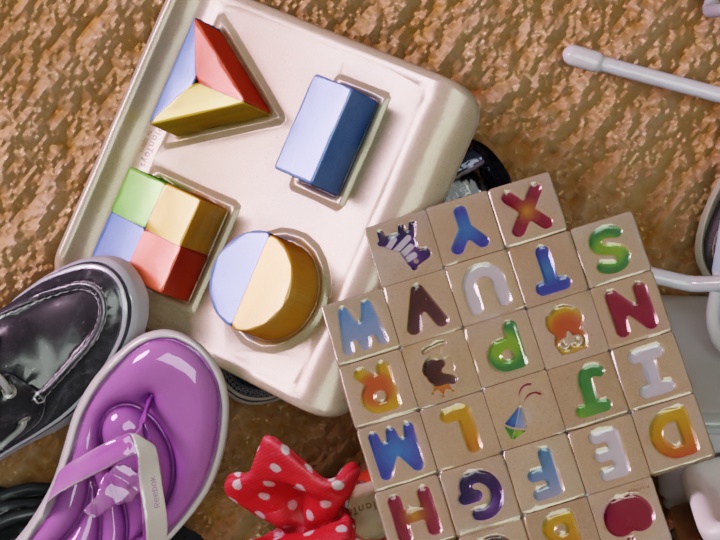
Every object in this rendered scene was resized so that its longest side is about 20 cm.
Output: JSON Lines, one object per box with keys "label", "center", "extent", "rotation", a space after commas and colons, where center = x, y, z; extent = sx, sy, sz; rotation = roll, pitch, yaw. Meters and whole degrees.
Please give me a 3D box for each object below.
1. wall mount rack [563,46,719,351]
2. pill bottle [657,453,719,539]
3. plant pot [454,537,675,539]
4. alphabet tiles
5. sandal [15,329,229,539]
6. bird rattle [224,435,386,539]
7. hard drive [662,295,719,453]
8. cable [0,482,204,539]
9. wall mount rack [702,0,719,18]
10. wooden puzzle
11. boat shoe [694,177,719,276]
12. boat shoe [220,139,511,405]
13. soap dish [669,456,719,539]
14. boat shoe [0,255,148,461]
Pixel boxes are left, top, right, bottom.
{"label": "wall mount rack", "center": [0.188, -0.055, 1.315], "extent": [0.074, 0.173, 0.201], "rotation": [37, 60, -47]}
{"label": "pill bottle", "center": [0.219, 0.189, 1.338], "extent": [0.119, 0.120, 0.202], "rotation": [-9, 94, -4]}
{"label": "plant pot", "center": [0.114, 0.205, 1.221], "extent": [0.199, 0.027, 0.202], "rotation": [9, 72, -29]}
{"label": "alphabet tiles", "center": [0.076, 0.055, 1.216], "extent": [0.165, 0.006, 0.201], "rotation": [-16, 71, -1]}
{"label": "sandal", "center": [-0.131, 0.127, 1.280], "extent": [0.082, 0.050, 0.203], "rotation": [28, 102, -8]}
{"label": "bird rattle", "center": [0.018, 0.135, 1.296], "extent": [0.199, 0.163, 0.113], "rotation": [-21, 74, -12]}
{"label": "hard drive", "center": [0.245, 0.056, 1.329], "extent": [0.198, 0.132, 0.026], "rotation": [1, 120, -5]}
{"label": "cable", "center": [-0.167, 0.203, 1.347], "extent": [0.198, 0.051, 0.164], "rotation": [13, 100, -1]}
{"label": "wall mount rack", "center": [0.177, -0.240, 1.333], "extent": [0.199, 0.075, 0.175], "rotation": [23, 91, -6]}
{"label": "wooden puzzle", "center": [-0.058, -0.044, 1.295], "extent": [0.199, 0.046, 0.186], "rotation": [24, 91, 28]}
{"label": "boat shoe", "center": [0.263, -0.065, 1.355], "extent": [0.200, 0.068, 0.072], "rotation": [-44, 98, 0]}
{"label": "boat shoe", "center": [0.000, 0.000, 1.322], "extent": [0.200, 0.093, 0.075], "rotation": [-42, 95, -2]}
{"label": "soap dish", "center": [0.257, 0.129, 1.204], "extent": [0.198, 0.157, 0.082], "rotation": [-13, 97, 4]}
{"label": "boat shoe", "center": [-0.199, 0.062, 1.296], "extent": [0.199, 0.068, 0.072], "rotation": [-35, 78, 15]}
